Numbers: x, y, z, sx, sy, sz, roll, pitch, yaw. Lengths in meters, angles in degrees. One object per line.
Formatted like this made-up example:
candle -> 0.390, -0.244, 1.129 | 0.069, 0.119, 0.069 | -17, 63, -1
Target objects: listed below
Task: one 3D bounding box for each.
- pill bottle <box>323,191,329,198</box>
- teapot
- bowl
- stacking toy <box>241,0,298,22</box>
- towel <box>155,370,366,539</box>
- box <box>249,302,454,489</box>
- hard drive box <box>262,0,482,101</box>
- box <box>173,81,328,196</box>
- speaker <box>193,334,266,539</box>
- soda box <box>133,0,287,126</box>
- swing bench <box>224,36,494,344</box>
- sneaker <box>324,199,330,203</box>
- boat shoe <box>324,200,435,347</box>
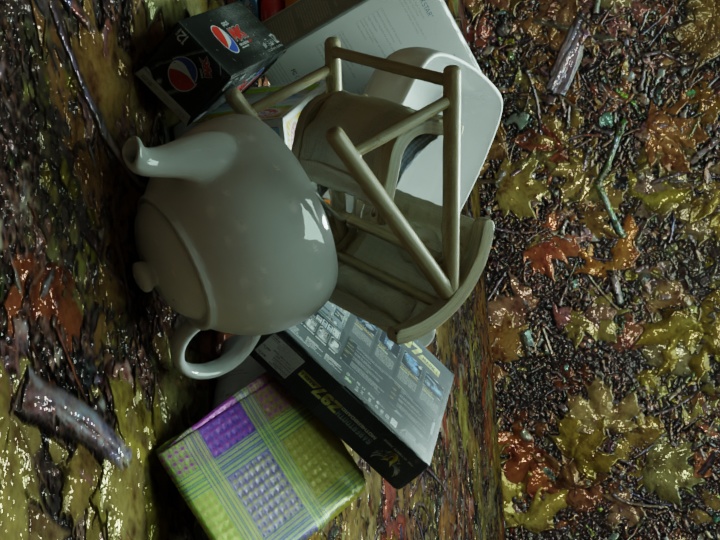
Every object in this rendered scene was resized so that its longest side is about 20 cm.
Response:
pill bottle -> -0.029, -0.197, 1.728 | 0.114, 0.112, 0.202 | 71, 20, -50
teapot -> -0.121, -0.020, 1.183 | 0.202, 0.145, 0.197 | 62, -21, -2
bowl -> 0.048, -0.125, 1.449 | 0.199, 0.074, 0.202 | 20, 97, -60
stacking toy -> -0.025, -0.282, 1.568 | 0.110, 0.197, 0.118 | -39, 123, -76
towel -> -0.083, 0.176, 1.264 | 0.199, 0.023, 0.145 | -33, 90, -49
box -> -0.005, 0.088, 1.356 | 0.200, 0.051, 0.158 | 44, 30, -12
hard drive box -> 0.006, -0.229, 1.512 | 0.156, 0.198, 0.077 | 56, 10, -37
box -> -0.096, -0.114, 1.388 | 0.200, 0.111, 0.103 | -56, 141, -69
speaker -> -0.105, 0.158, 1.335 | 0.082, 0.080, 0.202 | 71, 19, -50
soda box -> -0.133, -0.192, 1.299 | 0.071, 0.063, 0.200 | 45, 18, -3
swing bench -> 0.005, -0.071, 1.210 | 0.198, 0.129, 0.202 | 26, -40, 54
sneaker -> -0.034, 0.014, 1.745 | 0.092, 0.075, 0.203 | -90, 180, -85
boat shoe -> 0.000, 0.000, 1.446 | 0.199, 0.072, 0.069 | 37, 25, -14
